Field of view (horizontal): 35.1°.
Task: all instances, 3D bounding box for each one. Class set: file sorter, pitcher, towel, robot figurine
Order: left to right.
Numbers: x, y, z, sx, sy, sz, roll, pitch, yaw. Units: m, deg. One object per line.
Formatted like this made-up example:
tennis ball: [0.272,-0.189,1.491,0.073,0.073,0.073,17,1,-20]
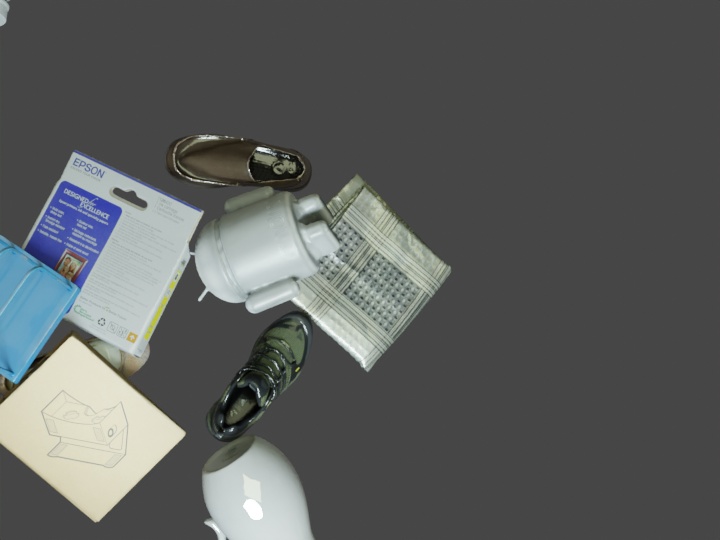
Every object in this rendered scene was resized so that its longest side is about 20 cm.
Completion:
file sorter: [-0.471,0.016,1.371,0.199,0.123,0.140,31,81,15]
pitcher: [-0.140,0.328,1.463,0.170,0.121,0.201,-29,104,3]
robot figurine: [-0.129,-0.029,1.468,0.198,0.113,0.171,-22,59,9]
towel: [0.000,0.000,1.547,0.200,0.035,0.193,43,80,-5]

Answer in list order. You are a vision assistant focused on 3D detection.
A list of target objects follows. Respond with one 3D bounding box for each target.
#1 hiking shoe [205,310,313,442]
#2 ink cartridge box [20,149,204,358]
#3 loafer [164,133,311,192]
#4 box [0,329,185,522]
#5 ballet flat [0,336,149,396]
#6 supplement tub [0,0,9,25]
hiking shoe: [-0.122,0.141,1.478,0.075,0.101,0.201,36,80,-8]
ink cartridge box: [-0.324,-0.022,1.453,0.196,0.047,0.202,25,79,9]
loafer: [-0.158,-0.147,1.505,0.197,0.071,0.074,2,86,-11]
box: [-0.345,0.196,1.426,0.163,0.021,0.200,-43,111,1]
ballet flat: [-0.363,0.125,1.447,0.198,0.067,0.069,-17,89,-13]
supplement tub: [-0.491,-0.419,1.418,0.143,0.145,0.203,6,85,-11]
